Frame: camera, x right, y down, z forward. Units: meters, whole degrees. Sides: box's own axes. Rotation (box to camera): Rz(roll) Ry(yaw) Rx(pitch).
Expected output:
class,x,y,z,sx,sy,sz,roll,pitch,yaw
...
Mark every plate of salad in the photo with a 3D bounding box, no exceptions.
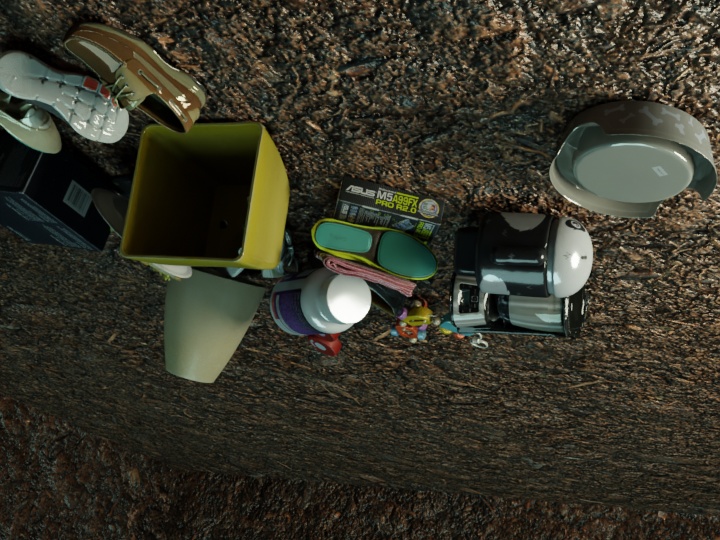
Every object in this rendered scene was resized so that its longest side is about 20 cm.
class,x,y,z,sx,sy,sz,roll,pitch,yaw
plate of salad,-0.345,-0.052,1.496,0.200,0.048,0.200,43,-171,-8

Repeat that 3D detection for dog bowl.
class,x,y,z,sx,sy,sz,roll,pitch,yaw
dog bowl,0.336,-0.137,1.183,0.199,0.059,0.200,10,158,4

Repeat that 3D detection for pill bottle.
class,x,y,z,sx,sy,sz,roll,pitch,yaw
pill bottle,-0.065,0.051,1.610,0.111,0.112,0.200,23,165,-25

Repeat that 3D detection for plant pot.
class,x,y,z,sx,sy,sz,roll,pitch,yaw
plant pot,-0.207,-0.090,1.415,0.199,0.201,0.176,2,166,22
plant pot,-0.292,0.101,1.799,0.187,0.201,0.187,16,-179,0

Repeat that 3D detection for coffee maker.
class,x,y,z,sx,sy,sz,roll,pitch,yaw
coffee maker,0.260,0.057,1.575,0.199,0.135,0.192,3,156,23

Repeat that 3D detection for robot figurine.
class,x,y,z,sx,sy,sz,roll,pitch,yaw
robot figurine,0.240,-0.026,1.412,0.199,0.151,0.125,5,134,19

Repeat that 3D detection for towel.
class,x,y,z,sx,sy,sz,roll,pitch,yaw
towel,0.000,0.000,1.500,0.144,0.023,0.200,18,-178,-9

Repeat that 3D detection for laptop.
class,x,y,z,sx,sy,sz,roll,pitch,yaw
laptop,-0.313,-0.077,1.592,0.199,0.104,0.177,-4,151,34

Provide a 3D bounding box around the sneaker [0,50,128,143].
class,x,y,z,sx,sy,sz,roll,pitch,yaw
sneaker,-0.413,-0.246,1.325,0.200,0.077,0.082,30,178,-35

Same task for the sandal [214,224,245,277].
class,x,y,z,sx,sy,sz,roll,pitch,yaw
sandal,-0.215,-0.036,1.700,0.050,0.083,0.202,-25,-175,-31

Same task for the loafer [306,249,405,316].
class,x,y,z,sx,sy,sz,roll,pitch,yaw
loafer,-0.006,0.019,1.698,0.199,0.073,0.073,20,157,-16

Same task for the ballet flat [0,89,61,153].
class,x,y,z,sx,sy,sz,roll,pitch,yaw
ballet flat,-0.502,-0.238,1.378,0.069,0.070,0.200,-11,147,43

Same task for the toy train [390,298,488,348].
class,x,y,z,sx,sy,sz,roll,pitch,yaw
toy train,0.145,0.096,1.833,0.199,0.056,0.150,5,158,24

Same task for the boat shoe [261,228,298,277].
class,x,y,z,sx,sy,sz,roll,pitch,yaw
boat shoe,-0.138,-0.031,1.658,0.064,0.075,0.202,7,161,-3

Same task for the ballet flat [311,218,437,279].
class,x,y,z,sx,sy,sz,roll,pitch,yaw
ballet flat,0.022,-0.036,1.474,0.199,0.067,0.067,16,178,-2

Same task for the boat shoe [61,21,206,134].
class,x,y,z,sx,sy,sz,roll,pitch,yaw
boat shoe,-0.288,-0.243,1.232,0.200,0.074,0.076,28,152,-32

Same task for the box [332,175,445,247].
class,x,y,z,sx,sy,sz,roll,pitch,yaw
box,0.034,-0.069,1.513,0.160,0.044,0.200,13,157,-3

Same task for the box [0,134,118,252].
class,x,y,z,sx,sy,sz,roll,pitch,yaw
box,-0.527,-0.127,1.564,0.181,0.104,0.200,7,157,28

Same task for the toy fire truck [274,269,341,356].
class,x,y,z,sx,sy,sz,roll,pitch,yaw
toy fire truck,-0.091,0.062,1.819,0.168,0.112,0.200,28,159,12
